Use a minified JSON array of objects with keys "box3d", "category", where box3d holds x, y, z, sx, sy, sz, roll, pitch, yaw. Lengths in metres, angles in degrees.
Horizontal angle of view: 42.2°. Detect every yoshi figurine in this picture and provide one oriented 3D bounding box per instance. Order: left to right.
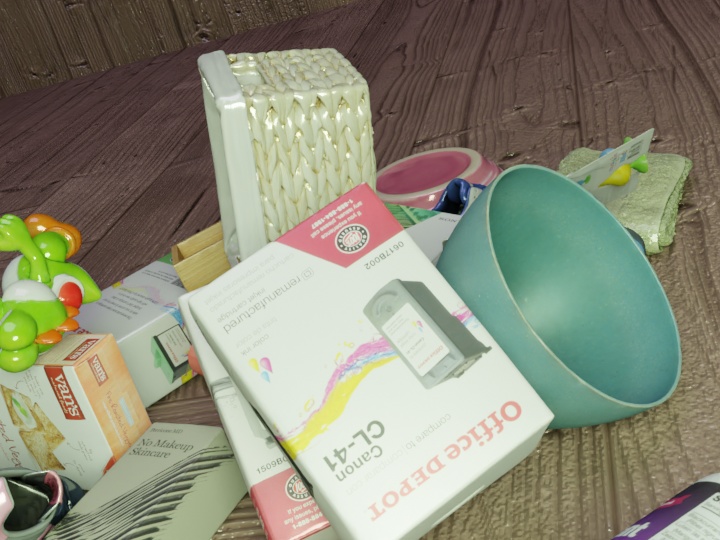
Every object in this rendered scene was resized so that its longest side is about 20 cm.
[{"box3d":[-0.306,0.021,0.809,0.112,0.113,0.200,-31,24,5],"category":"yoshi figurine"}]

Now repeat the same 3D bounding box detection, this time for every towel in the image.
[{"box3d":[0.266,-0.080,0.990,0.148,0.037,0.200,4,34,26],"category":"towel"}]

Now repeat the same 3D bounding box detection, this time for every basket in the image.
[{"box3d":[-0.058,-0.079,0.793,0.123,0.201,0.136,-11,30,-12],"category":"basket"}]

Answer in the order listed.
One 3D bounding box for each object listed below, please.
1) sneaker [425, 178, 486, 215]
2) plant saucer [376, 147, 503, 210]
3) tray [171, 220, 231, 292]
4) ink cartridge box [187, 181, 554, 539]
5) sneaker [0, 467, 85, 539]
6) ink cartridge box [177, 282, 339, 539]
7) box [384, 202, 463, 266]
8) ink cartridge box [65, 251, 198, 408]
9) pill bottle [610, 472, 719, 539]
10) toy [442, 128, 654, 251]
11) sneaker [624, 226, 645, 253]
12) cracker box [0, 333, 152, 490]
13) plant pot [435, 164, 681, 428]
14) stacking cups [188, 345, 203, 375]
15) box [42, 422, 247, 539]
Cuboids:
[{"box3d":[0.136,-0.066,1.016,0.199,0.089,0.075,-30,25,-28],"category":"sneaker"},{"box3d":[0.084,-0.102,1.170,0.199,0.051,0.201,-15,25,7],"category":"plant saucer"},{"box3d":[-0.096,-0.047,0.954,0.199,0.037,0.099,-28,16,-5],"category":"tray"},{"box3d":[0.004,0.066,0.604,0.147,0.086,0.200,-34,70,-13],"category":"ink cartridge box"},{"box3d":[-0.243,0.180,0.700,0.082,0.070,0.200,-29,-10,8],"category":"sneaker"},{"box3d":[-0.032,0.089,0.687,0.146,0.083,0.201,-23,67,-9],"category":"ink cartridge box"},{"box3d":[0.000,0.000,0.862,0.144,0.037,0.200,12,36,34],"category":"box"},{"box3d":[-0.219,0.060,0.999,0.200,0.084,0.144,-33,28,-30],"category":"ink cartridge box"},{"box3d":[0.175,0.171,0.465,0.199,0.112,0.111,-26,26,-18],"category":"pill bottle"},{"box3d":[0.154,-0.064,0.818,0.199,0.115,0.047,-25,68,-2],"category":"toy"},{"box3d":[0.166,0.011,0.873,0.199,0.066,0.079,-9,37,20],"category":"sneaker"},{"box3d":[-0.288,0.127,0.847,0.199,0.135,0.058,-3,26,30],"category":"cracker box"},{"box3d":[0.127,0.039,0.718,0.135,0.200,0.200,-39,7,40],"category":"plant pot"},{"box3d":[-0.103,0.100,0.874,0.060,0.061,0.199,-35,27,-32],"category":"stacking cups"},{"box3d":[-0.173,0.202,0.693,0.082,0.069,0.200,-3,29,30],"category":"box"}]
